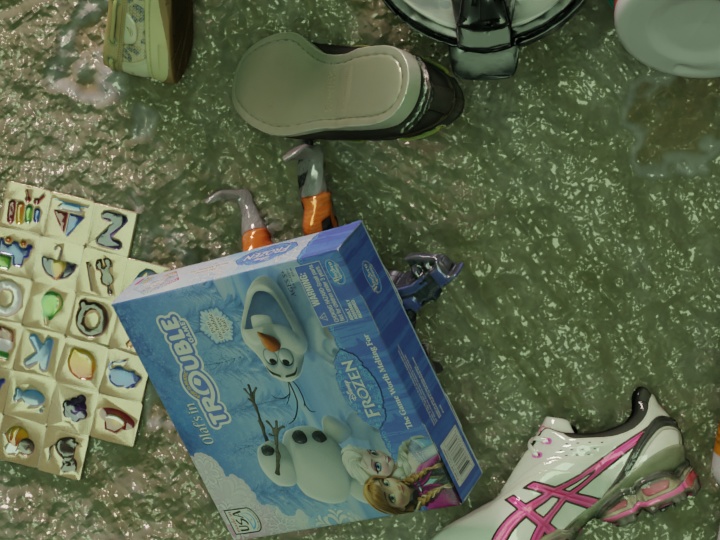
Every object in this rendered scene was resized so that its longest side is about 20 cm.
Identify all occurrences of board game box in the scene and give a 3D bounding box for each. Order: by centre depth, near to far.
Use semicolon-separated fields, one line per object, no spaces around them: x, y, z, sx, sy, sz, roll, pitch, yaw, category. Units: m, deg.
-0.044;0.080;1.488;0.198;0.043;0.201;-13;112;35;board game box

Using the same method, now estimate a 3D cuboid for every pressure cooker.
0.082;-0.233;1.440;0.179;0.200;0.176;-44;91;8;pressure cooker

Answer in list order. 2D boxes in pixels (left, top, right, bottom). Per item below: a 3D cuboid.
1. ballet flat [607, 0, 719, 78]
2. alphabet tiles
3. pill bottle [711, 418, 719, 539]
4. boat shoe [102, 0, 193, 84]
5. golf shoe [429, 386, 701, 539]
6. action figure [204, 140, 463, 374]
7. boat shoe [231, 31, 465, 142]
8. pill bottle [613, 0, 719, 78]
0.258;-0.161;1.505;0.199;0.069;0.063;35;69;0;ballet flat
-0.229;0.044;1.592;0.165;0.006;0.202;13;95;5;alphabet tiles
0.300;0.102;1.486;0.110;0.111;0.202;11;96;5;pill bottle
-0.154;-0.221;1.503;0.062;0.073;0.201;7;121;12;boat shoe
0.132;0.152;1.532;0.199;0.073;0.093;-23;86;-3;golf shoe
0.000;0.000;1.514;0.199;0.105;0.194;-27;98;38;action figure
-0.012;-0.119;1.489;0.060;0.201;0.072;12;89;-39;boat shoe
0.224;-0.236;1.433;0.111;0.113;0.201;4;58;6;pill bottle
